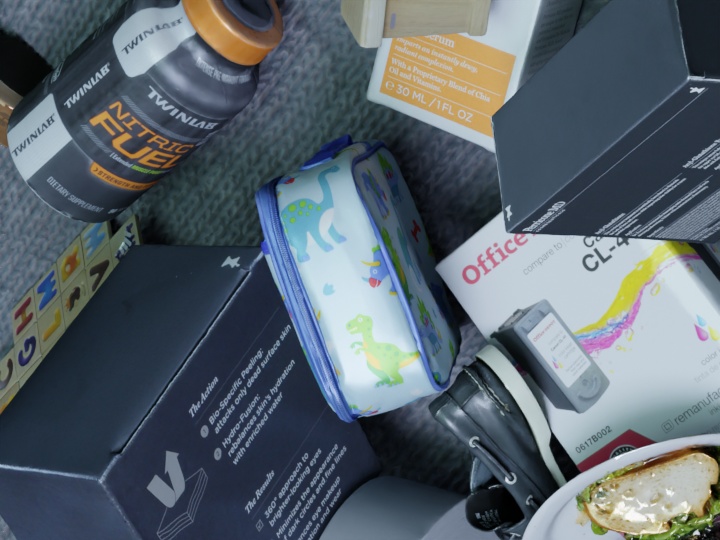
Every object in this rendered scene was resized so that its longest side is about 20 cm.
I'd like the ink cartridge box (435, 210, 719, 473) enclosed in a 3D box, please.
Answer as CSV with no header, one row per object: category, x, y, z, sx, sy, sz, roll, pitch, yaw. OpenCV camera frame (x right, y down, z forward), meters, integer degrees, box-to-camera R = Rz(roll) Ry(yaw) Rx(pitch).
ink cartridge box,0.165,0.030,1.195,0.148,0.086,0.200,-40,85,33

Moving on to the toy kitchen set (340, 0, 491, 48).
toy kitchen set,0.018,-0.185,1.021,0.181,0.163,0.201,-116,25,-50

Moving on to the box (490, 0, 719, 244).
box,0.176,-0.086,1.039,0.200,0.141,0.079,137,128,-59

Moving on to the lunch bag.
lunch bag,0.000,0.000,1.213,0.082,0.200,0.161,-19,96,9

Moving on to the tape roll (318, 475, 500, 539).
tape roll,0.025,0.238,1.268,0.066,0.200,0.201,11,110,26

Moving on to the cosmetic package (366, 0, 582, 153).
cosmetic package,0.082,-0.185,1.188,0.101,0.071,0.201,23,114,23

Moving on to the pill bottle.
pill bottle,-0.141,-0.125,1.314,0.200,0.106,0.106,-37,85,33

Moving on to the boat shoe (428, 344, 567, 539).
boat shoe,0.093,0.136,1.229,0.075,0.066,0.200,46,166,44

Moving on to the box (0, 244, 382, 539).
box,-0.108,0.120,1.205,0.117,0.197,0.200,2,133,35

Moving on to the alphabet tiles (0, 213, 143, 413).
alphabet tiles,-0.210,0.056,1.407,0.200,0.006,0.167,-44,44,32

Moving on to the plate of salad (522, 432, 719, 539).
plate of salad,0.196,0.163,1.169,0.200,0.200,0.048,-41,41,32

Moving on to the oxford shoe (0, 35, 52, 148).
oxford shoe,-0.310,-0.168,1.423,0.200,0.071,0.071,46,126,10
